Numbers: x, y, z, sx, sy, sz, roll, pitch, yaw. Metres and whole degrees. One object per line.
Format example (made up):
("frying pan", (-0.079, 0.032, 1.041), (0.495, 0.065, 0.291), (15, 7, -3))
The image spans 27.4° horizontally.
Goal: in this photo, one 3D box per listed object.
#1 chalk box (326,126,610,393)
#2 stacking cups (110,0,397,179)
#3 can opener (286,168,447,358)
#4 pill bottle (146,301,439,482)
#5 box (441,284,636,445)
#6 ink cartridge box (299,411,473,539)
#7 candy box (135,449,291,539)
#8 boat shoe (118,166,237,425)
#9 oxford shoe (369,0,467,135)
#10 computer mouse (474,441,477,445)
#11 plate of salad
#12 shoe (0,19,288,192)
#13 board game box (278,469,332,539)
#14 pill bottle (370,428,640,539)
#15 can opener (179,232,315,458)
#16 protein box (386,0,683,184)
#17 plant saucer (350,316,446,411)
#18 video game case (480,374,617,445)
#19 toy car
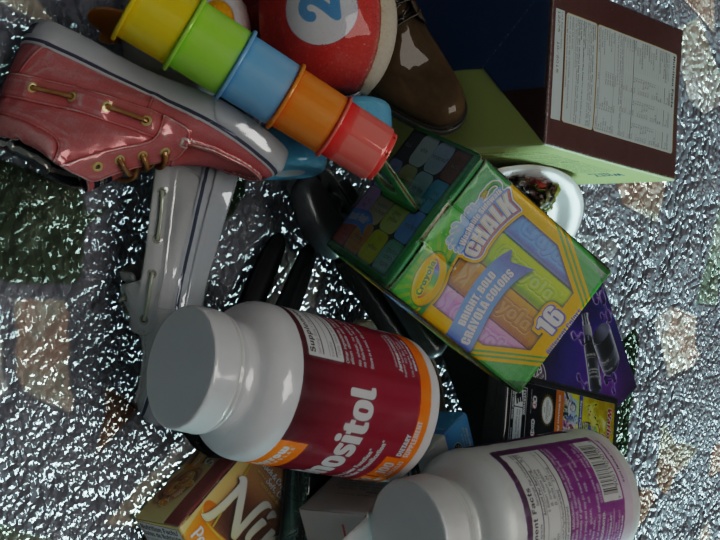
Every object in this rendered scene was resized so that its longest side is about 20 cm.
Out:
("chalk box", (0.067, -0.021, 1.137), (0.200, 0.124, 0.124), (38, 90, -27))
("stacking cups", (-0.066, -0.131, 0.990), (0.199, 0.060, 0.061), (29, 70, -12))
("can opener", (0.000, 0.000, 1.218), (0.200, 0.052, 0.067), (54, 45, -21))
("pill bottle", (-0.048, 0.086, 1.058), (0.199, 0.113, 0.114), (15, 82, -39))
("box", (0.169, 0.090, 1.378), (0.200, 0.078, 0.142), (-33, 104, -51))
("ink cartridge box", (0.021, 0.207, 1.157), (0.200, 0.067, 0.117), (-37, 119, -49))
("candy box", (-0.085, 0.233, 1.168), (0.116, 0.055, 0.201), (-48, 125, -38))
("boat shoe", (-0.146, 0.012, 1.088), (0.066, 0.074, 0.202), (15, 97, -6))
("oxford shoe", (0.018, -0.194, 1.165), (0.073, 0.084, 0.200), (-38, 88, -23))
("computer mouse", (0.132, 0.212, 1.400), (0.199, 0.052, 0.140), (24, 62, -48))
("plate of salad", (0.107, -0.014, 1.280), (0.199, 0.200, 0.048), (19, 36, -46))
("shoe", (-0.155, -0.087, 1.017), (0.199, 0.071, 0.092), (26, 76, -9))
("board game box", (-0.011, 0.170, 1.197), (0.135, 0.028, 0.202), (18, 74, -52))
("pill bottle", (0.108, 0.185, 1.111), (0.199, 0.112, 0.113), (-3, 95, -39))
("can opener", (-0.083, 0.056, 1.149), (0.063, 0.079, 0.201), (29, 57, 0))
("protein box", (0.142, -0.154, 1.276), (0.199, 0.198, 0.136), (8, 84, -47))
("plant saucer", (-0.001, 0.139, 1.269), (0.199, 0.034, 0.202), (-3, 94, -47))
("video game case", (0.159, 0.197, 1.261), (0.180, 0.025, 0.202), (16, 76, -48))
("toy car", (-0.094, -0.172, 1.062), (0.199, 0.176, 0.186), (0, 82, -34))
